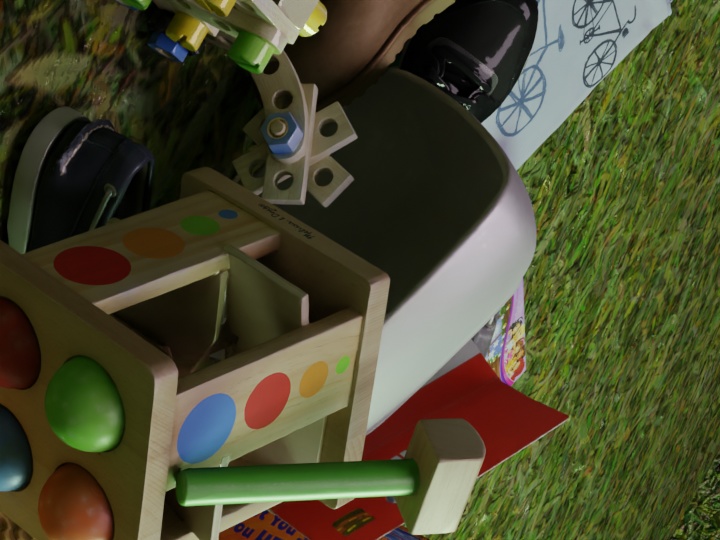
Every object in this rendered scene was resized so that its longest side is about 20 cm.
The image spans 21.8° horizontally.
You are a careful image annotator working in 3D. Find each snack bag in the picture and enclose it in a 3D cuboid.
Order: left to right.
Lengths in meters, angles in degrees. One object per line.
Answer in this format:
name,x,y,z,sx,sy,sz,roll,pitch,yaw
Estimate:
snack bag,0.131,-0.174,1.224,0.200,0.021,0.189,-45,147,-16

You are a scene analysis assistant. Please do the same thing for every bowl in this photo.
bowl,0.000,0.000,1.003,0.200,0.200,0.075,-45,124,3

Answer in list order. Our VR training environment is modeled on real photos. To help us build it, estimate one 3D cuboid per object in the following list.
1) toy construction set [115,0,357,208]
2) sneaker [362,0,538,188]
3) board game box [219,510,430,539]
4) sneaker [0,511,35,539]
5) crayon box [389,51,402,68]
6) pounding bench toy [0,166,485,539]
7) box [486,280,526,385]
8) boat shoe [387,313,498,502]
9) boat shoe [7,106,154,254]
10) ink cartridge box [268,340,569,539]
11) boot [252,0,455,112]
toy construction set,-0.053,-0.116,0.879,0.092,0.131,0.200,-57,159,-22
sneaker,0.040,-0.083,1.113,0.200,0.076,0.088,-50,-161,24
board game box,-0.061,0.233,1.152,0.200,0.200,0.200,-64,161,-2
sneaker,-0.167,0.136,0.964,0.090,0.075,0.200,-33,151,29
crayon box,0.045,-0.062,1.298,0.119,0.058,0.200,-65,160,-5
pounding bench toy,-0.065,0.066,0.809,0.156,0.200,0.124,-22,132,-43
box,0.058,0.045,1.290,0.137,0.039,0.200,-45,149,-26
boat shoe,0.052,0.063,1.168,0.071,0.072,0.200,2,114,-34
boat shoe,-0.134,0.014,0.923,0.075,0.062,0.200,-41,149,-53
ink cartridge box,-0.006,0.069,1.050,0.160,0.200,0.047,-29,121,-22
boot,-0.026,-0.183,0.972,0.175,0.066,0.200,-43,147,4
